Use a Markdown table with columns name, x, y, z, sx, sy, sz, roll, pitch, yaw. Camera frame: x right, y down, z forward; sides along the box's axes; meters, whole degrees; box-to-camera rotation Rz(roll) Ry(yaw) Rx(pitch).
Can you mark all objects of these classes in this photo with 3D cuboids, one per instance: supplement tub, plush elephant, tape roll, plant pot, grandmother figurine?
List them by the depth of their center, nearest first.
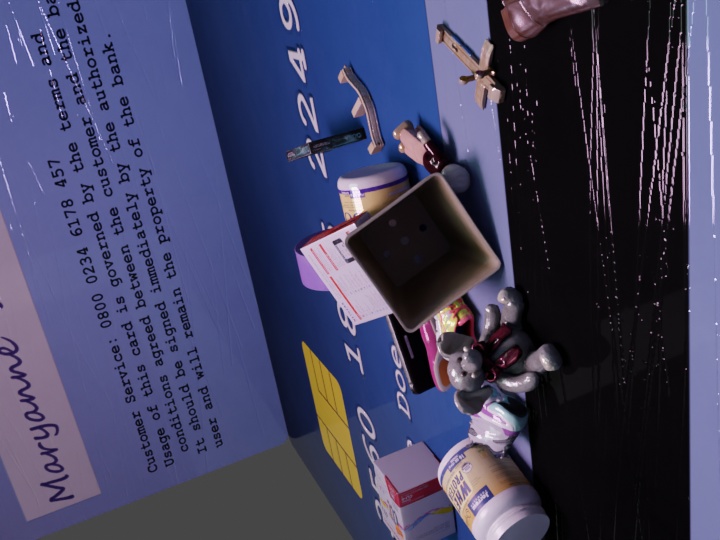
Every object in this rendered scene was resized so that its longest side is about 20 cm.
| name | x | y | z | sx | sy | sz | roll | pitch | yaw |
| --- | --- | --- | --- | --- | --- | --- | --- | --- | --- |
| plush elephant | 0.213 | 0.149 | 1.385 | 0.200 | 0.154 | 0.165 | 105 | 143 | -59 |
| plant pot | 0.094 | -0.041 | 1.461 | 0.200 | 0.200 | 0.177 | 54 | 178 | -12 |
| grandmother figurine | 0.129 | -0.201 | 1.472 | 0.200 | 0.061 | 0.121 | 50 | 179 | 44 |
| supplement tub | 0.251 | 0.428 | 1.560 | 0.200 | 0.144 | 0.145 | -127 | 26 | -46 |
| supplement tub | 0.041 | -0.107 | 1.670 | 0.145 | 0.145 | 0.201 | -155 | 50 | -66 |
| tape roll | -0.048 | -0.032 | 1.921 | 0.200 | 0.199 | 0.085 | -143 | 38 | -61 |

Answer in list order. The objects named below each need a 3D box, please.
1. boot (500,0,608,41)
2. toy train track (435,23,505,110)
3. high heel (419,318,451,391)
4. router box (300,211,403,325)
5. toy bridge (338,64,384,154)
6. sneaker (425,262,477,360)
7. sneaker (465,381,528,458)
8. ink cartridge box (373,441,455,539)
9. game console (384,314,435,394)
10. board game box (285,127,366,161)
| name | x | y | z | sx | sy | sz | roll | pitch | yaw |
| --- | --- | --- | --- | --- | --- | --- | --- | --- | --- |
| boot | 0.216 | -0.388 | 1.008 | 0.187 | 0.064 | 0.200 | 61 | 167 | -8 |
| toy train track | 0.161 | -0.325 | 1.287 | 0.115 | 0.032 | 0.200 | 92 | 155 | -47 |
| high heel | 0.149 | 0.148 | 1.706 | 0.096 | 0.067 | 0.201 | 10 | 111 | 59 |
| router box | 0.000 | 0.000 | 1.629 | 0.179 | 0.049 | 0.200 | -21 | 109 | 47 |
| toy bridge | 0.003 | -0.350 | 1.744 | 0.201 | 0.027 | 0.067 | 68 | 159 | 13 |
| sneaker | 0.179 | 0.075 | 1.574 | 0.090 | 0.078 | 0.201 | -10 | 101 | 61 |
| sneaker | 0.220 | 0.269 | 1.543 | 0.200 | 0.078 | 0.140 | 50 | 129 | 51 |
| ink cartridge box | 0.135 | 0.562 | 2.037 | 0.145 | 0.144 | 0.201 | -139 | 35 | -58 |
| game console | 0.106 | 0.163 | 1.800 | 0.116 | 0.176 | 0.201 | -23 | 86 | 44 |
| board game box | -0.083 | -0.286 | 1.885 | 0.200 | 0.135 | 0.028 | -173 | 66 | -71 |
